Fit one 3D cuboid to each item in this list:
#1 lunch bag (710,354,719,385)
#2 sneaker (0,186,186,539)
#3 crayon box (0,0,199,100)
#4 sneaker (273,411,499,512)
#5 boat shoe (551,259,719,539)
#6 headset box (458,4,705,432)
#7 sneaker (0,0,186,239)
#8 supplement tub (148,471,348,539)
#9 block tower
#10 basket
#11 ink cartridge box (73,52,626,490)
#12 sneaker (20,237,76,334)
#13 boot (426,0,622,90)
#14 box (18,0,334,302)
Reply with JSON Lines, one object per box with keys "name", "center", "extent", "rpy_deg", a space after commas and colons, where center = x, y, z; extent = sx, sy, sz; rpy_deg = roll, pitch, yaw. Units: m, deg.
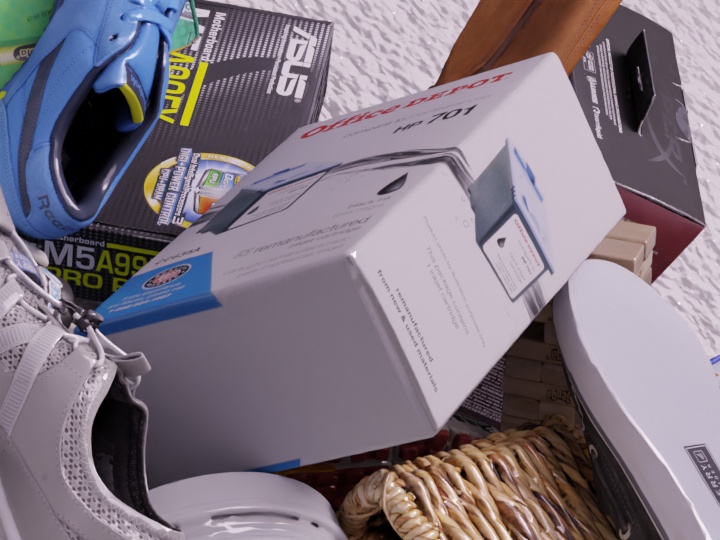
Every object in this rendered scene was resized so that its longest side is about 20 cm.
{"name": "lunch bag", "center": [0.244, 0.123, 1.405], "extent": [0.170, 0.124, 0.200], "rpy_deg": [-17, 70, -49]}
{"name": "sneaker", "center": [-0.115, 0.038, 1.040], "extent": [0.075, 0.082, 0.200], "rpy_deg": [20, 47, -67]}
{"name": "crayon box", "center": [-0.186, -0.103, 1.229], "extent": [0.200, 0.119, 0.058], "rpy_deg": [-24, 112, -35]}
{"name": "sneaker", "center": [-0.017, 0.063, 1.275], "extent": [0.200, 0.078, 0.082], "rpy_deg": [18, 39, -27]}
{"name": "boat shoe", "center": [0.122, 0.086, 1.145], "extent": [0.068, 0.057, 0.200], "rpy_deg": [3, 49, -37]}
{"name": "headset box", "center": [0.088, -0.034, 1.369], "extent": [0.075, 0.200, 0.149], "rpy_deg": [24, 39, -23]}
{"name": "sneaker", "center": [-0.097, -0.103, 1.177], "extent": [0.066, 0.078, 0.200], "rpy_deg": [33, 73, -36]}
{"name": "supplement tub", "center": [-0.040, 0.192, 1.053], "extent": [0.145, 0.145, 0.200], "rpy_deg": [10, 44, -34]}
{"name": "block tower", "center": [0.095, 0.075, 1.271], "extent": [0.058, 0.201, 0.054], "rpy_deg": [10, 29, 19]}
{"name": "basket", "center": [0.059, 0.181, 1.149], "extent": [0.200, 0.143, 0.149], "rpy_deg": [54, 33, 15]}
{"name": "ink cartridge box", "center": [0.000, 0.000, 1.142], "extent": [0.086, 0.146, 0.200], "rpy_deg": [63, 36, -16]}
{"name": "sneaker", "center": [-0.162, 0.000, 1.137], "extent": [0.200, 0.072, 0.072], "rpy_deg": [57, 29, -58]}
{"name": "boot", "center": [0.035, -0.088, 1.343], "extent": [0.068, 0.200, 0.188], "rpy_deg": [28, -4, -26]}
{"name": "box", "center": [-0.105, -0.062, 1.311], "extent": [0.160, 0.044, 0.200], "rpy_deg": [10, 38, 3]}
